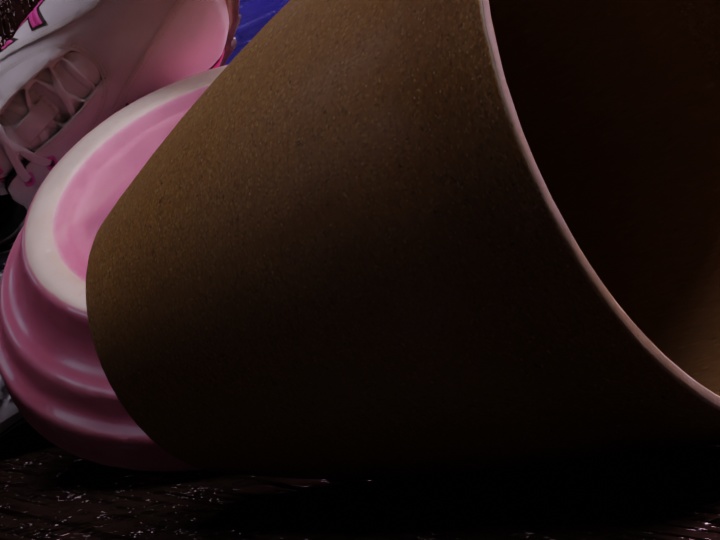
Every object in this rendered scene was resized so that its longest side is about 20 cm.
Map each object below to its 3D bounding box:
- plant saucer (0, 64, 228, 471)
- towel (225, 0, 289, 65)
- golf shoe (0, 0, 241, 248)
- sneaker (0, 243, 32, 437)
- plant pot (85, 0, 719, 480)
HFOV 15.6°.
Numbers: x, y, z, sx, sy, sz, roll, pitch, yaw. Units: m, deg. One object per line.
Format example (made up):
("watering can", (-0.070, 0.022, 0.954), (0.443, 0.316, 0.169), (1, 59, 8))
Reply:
("plant saucer", (-0.043, -0.014, 0.945), (0.199, 0.051, 0.201), (-13, 38, 10))
("towel", (-0.050, -0.081, 1.153), (0.147, 0.050, 0.200), (-29, 29, -26))
("golf shoe", (-0.116, -0.062, 1.038), (0.200, 0.073, 0.092), (-43, 7, 43))
("sneaker", (-0.157, 0.034, 1.052), (0.199, 0.079, 0.079), (-16, -1, -8))
("plant pot", (0.018, -0.015, 0.775), (0.199, 0.187, 0.186), (-23, -1, 35))
